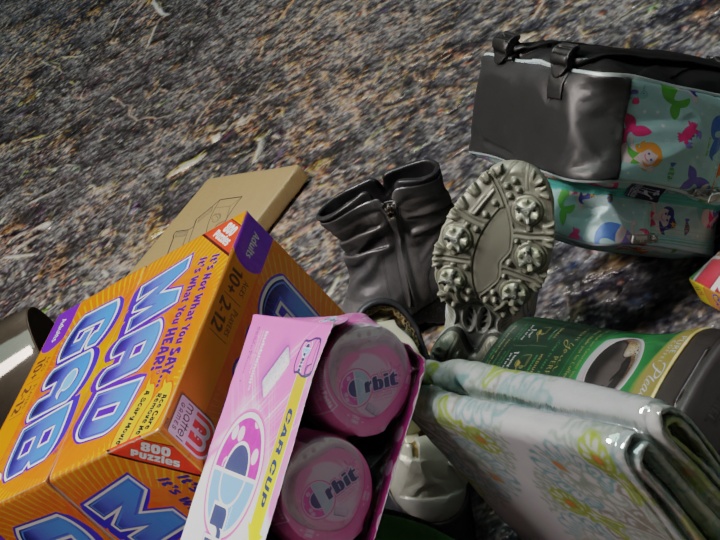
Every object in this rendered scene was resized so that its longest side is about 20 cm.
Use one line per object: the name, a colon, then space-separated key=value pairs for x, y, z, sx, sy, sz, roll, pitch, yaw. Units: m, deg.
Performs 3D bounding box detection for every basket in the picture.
basket: x=-0.366 y=0.132 z=1.470 sx=0.199 sy=0.136 sz=0.181 roll=-31 pitch=30 yaw=3

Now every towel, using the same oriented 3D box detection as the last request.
towel: x=0.127 y=0.118 z=0.832 sx=0.048 sy=0.171 sz=0.199 roll=-51 pitch=29 yaw=-21

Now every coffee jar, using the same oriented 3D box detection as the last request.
coffee jar: x=0.159 y=0.085 z=0.941 sx=0.199 sy=0.085 sz=0.105 roll=2 pitch=49 yaw=53

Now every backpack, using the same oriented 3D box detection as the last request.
backpack: x=0.195 y=-0.087 z=1.086 sx=0.198 sy=0.152 sz=0.177 roll=-4 pitch=13 yaw=-28

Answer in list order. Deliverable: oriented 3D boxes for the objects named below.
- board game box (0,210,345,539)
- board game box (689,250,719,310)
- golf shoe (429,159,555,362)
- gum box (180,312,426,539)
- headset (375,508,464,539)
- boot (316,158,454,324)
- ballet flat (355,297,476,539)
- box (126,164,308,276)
board game box: x=-0.107 y=0.126 z=1.045 sx=0.199 sy=0.200 sz=0.201 roll=-26 pitch=30 yaw=33
board game box: x=0.296 y=0.010 z=0.965 sx=0.095 sy=0.030 sz=0.200 roll=-41 pitch=29 yaw=-6
golf shoe: x=0.092 y=0.002 z=1.066 sx=0.078 sy=0.201 sz=0.097 roll=18 pitch=34 yaw=10
gum box: x=-0.038 y=0.120 z=0.857 sx=0.113 sy=0.066 sz=0.202 roll=2 pitch=73 yaw=65
headset: x=0.072 y=0.182 z=0.860 sx=0.199 sy=0.123 sz=0.095 roll=34 pitch=104 yaw=33
boot: x=0.000 y=0.000 z=1.223 sx=0.199 sy=0.132 sz=0.070 roll=-32 pitch=27 yaw=10
ballet flat: x=0.030 y=0.104 z=0.990 sx=0.073 sy=0.073 sz=0.202 roll=-26 pitch=60 yaw=21
box: x=-0.159 y=-0.028 z=1.590 sx=0.163 sy=0.021 sz=0.200 roll=-5 pitch=40 yaw=48
